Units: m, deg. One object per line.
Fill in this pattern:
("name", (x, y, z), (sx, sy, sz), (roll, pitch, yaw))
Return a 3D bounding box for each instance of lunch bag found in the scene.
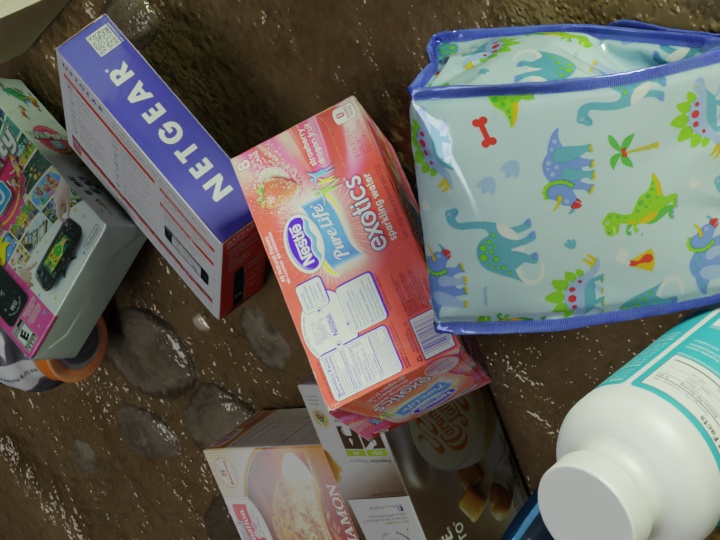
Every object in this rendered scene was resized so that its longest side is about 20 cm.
("lunch bag", (0.139, -0.060, 1.205), (0.199, 0.128, 0.171), (-2, 117, 15))

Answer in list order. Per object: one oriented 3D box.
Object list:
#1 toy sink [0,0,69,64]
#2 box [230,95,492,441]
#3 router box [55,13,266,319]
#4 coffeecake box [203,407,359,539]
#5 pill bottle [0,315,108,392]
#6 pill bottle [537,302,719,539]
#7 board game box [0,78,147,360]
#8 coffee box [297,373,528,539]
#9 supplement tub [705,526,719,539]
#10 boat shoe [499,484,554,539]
("toy sink", (-0.338, -0.269, 1.574), (0.201, 0.112, 0.130), (57, 141, 1))
("box", (0.000, 0.000, 1.329), (0.201, 0.102, 0.095), (67, -172, 23))
("router box", (-0.151, -0.075, 1.503), (0.200, 0.049, 0.180), (49, 164, 11))
("coffeecake box", (-0.016, 0.192, 1.567), (0.199, 0.073, 0.154), (-8, 109, 49))
("pill bottle", (-0.316, 0.050, 1.764), (0.199, 0.106, 0.107), (11, 122, 43))
("pill bottle", (0.194, 0.101, 1.188), (0.110, 0.200, 0.111), (26, 131, 34))
("board game box", (-0.284, -0.045, 1.646), (0.200, 0.064, 0.148), (45, 115, 26))
("coffee box", (0.048, 0.148, 1.440), (0.079, 0.114, 0.201), (-7, 109, 48))
("supplement tub", (0.264, 0.239, 1.249), (0.199, 0.144, 0.145), (17, 126, 40))
("boat shoe", (0.144, 0.182, 1.349), (0.069, 0.084, 0.200), (36, 116, 1))
